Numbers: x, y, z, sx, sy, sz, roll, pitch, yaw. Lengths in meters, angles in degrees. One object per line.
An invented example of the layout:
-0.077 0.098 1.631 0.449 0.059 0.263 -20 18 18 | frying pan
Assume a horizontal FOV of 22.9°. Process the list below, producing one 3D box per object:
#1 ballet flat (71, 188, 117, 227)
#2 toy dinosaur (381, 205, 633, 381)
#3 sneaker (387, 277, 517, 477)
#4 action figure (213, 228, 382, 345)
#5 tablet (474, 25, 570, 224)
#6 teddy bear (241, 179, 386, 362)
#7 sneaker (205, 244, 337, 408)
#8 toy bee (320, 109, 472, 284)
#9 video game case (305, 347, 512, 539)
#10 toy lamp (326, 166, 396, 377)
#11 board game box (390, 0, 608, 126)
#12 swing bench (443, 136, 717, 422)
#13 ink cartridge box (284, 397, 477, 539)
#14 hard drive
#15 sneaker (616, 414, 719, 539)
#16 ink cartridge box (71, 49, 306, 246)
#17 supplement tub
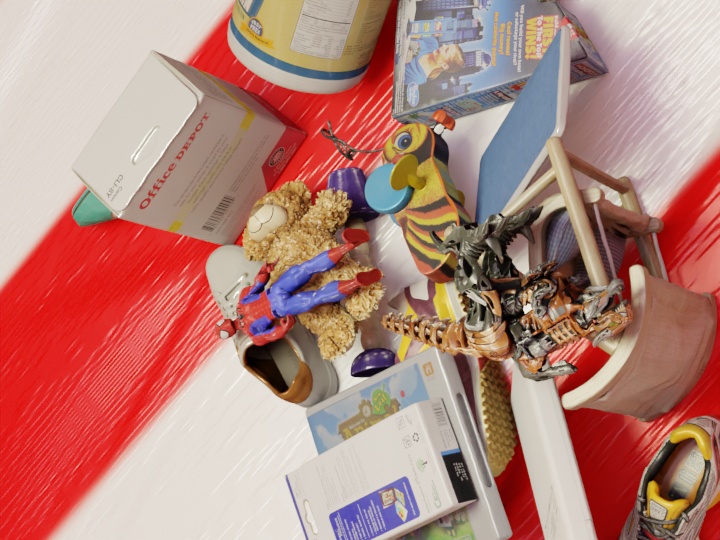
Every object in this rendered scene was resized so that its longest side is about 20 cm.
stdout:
-0.221 -0.104 1.846 0.070 0.067 0.200 44 106 11 | ballet flat
0.111 0.025 1.415 0.199 0.102 0.137 -11 94 5 | toy dinosaur
0.082 0.103 1.654 0.090 0.075 0.201 -22 65 24 | sneaker
-0.068 0.023 1.640 0.200 0.052 0.066 -30 77 41 | action figure
0.143 -0.111 1.588 0.200 0.014 0.131 120 162 -50 | tablet
-0.051 -0.006 1.685 0.145 0.067 0.201 -47 56 39 | teddy bear
-0.100 0.047 1.748 0.073 0.085 0.200 -46 64 16 | sneaker
0.052 -0.093 1.650 0.109 0.131 0.200 -41 80 12 | toy bee
0.039 0.184 1.642 0.200 0.022 0.183 -30 74 45 | video game case
0.000 0.000 1.717 0.058 0.058 0.201 -16 75 25 | toy lamp
0.134 -0.239 1.678 0.199 0.062 0.201 1 83 27 | board game box
0.208 0.016 1.525 0.130 0.199 0.200 -41 67 16 | swing bench
0.016 0.197 1.626 0.200 0.039 0.100 -31 73 42 | ink cartridge box
0.166 0.171 1.540 0.027 0.132 0.201 -10 58 -4 | hard drive
0.258 0.216 1.537 0.078 0.082 0.201 21 94 28 | sneaker
-0.165 -0.116 1.739 0.083 0.200 0.145 41 102 26 | ink cartridge box
-0.036 -0.285 1.692 0.145 0.144 0.201 39 127 26 | supplement tub
